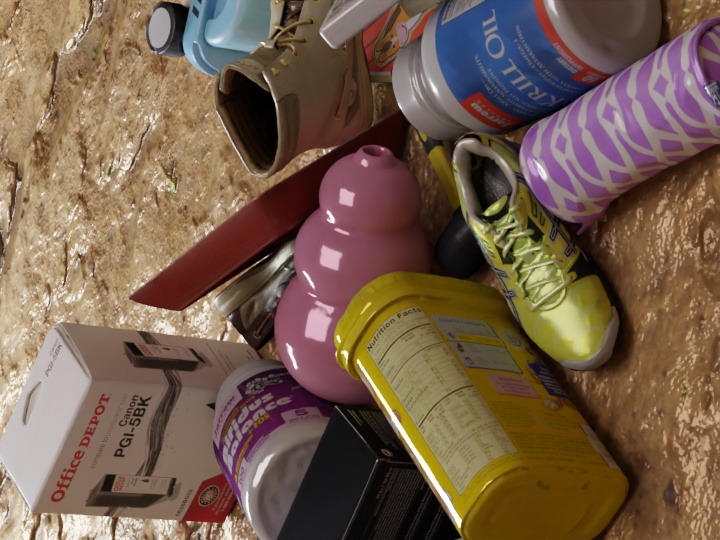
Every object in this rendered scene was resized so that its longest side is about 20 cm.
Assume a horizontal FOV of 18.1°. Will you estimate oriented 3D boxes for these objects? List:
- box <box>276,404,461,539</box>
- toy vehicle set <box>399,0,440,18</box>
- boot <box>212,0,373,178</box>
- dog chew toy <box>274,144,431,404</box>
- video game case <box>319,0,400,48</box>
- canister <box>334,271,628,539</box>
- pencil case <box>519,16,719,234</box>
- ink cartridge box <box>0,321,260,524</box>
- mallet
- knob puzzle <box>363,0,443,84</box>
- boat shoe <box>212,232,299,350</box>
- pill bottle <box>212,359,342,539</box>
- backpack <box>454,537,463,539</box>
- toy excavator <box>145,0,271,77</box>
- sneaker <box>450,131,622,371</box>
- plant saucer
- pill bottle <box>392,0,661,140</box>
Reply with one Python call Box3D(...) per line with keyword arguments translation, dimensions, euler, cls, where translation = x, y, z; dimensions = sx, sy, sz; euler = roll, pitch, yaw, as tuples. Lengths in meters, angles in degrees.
Box3D(translation=(0.015, 0.208, 1.684), dimensions=(0.079, 0.140, 0.201), euler=(49, 122, 49), cls="box")
Box3D(translation=(0.121, -0.260, 1.657), dimensions=(0.027, 0.124, 0.200), euler=(53, 140, -10), cls="toy vehicle set")
Box3D(translation=(-0.061, -0.185, 1.805), dimensions=(0.072, 0.154, 0.201), euler=(-3, 104, 32), cls="boot")
Box3D(translation=(0.000, 0.000, 1.736), dimensions=(0.124, 0.124, 0.201), euler=(40, 131, 49), cls="dog chew toy")
Box3D(translation=(0.063, -0.259, 1.678), dimensions=(0.200, 0.023, 0.182), euler=(-36, 15, 25), cls="video game case")
Box3D(translation=(0.086, 0.101, 1.604), dimensions=(0.087, 0.148, 0.200), euler=(-58, 44, 26), cls="canister")
Box3D(translation=(0.198, -0.100, 1.552), dimensions=(0.086, 0.084, 0.200), euler=(50, 139, -10), cls="pencil case")
Box3D(translation=(-0.186, 0.133, 1.921), dimensions=(0.083, 0.199, 0.147), euler=(51, 124, 44), cls="ink cartridge box")
Box3D(translation=(0.067, -0.092, 1.754), dimensions=(0.066, 0.041, 0.201), euler=(-44, 51, 40), cls="mallet")
Box3D(translation=(0.016, -0.243, 1.864), dimensions=(0.219, 0.030, 0.221), euler=(-13, 74, 52), cls="knob puzzle")
Box3D(translation=(-0.039, 0.007, 1.873), dimensions=(0.200, 0.072, 0.072), euler=(-34, 87, 36), cls="boat shoe")
Box3D(translation=(-0.057, 0.141, 1.797), dimensions=(0.200, 0.112, 0.113), euler=(-132, 57, -67), cls="pill bottle")
Box3D(translation=(0.062, 0.284, 1.574), dimensions=(0.200, 0.153, 0.192), euler=(47, 136, 46), cls="backpack")
Box3D(translation=(-0.078, -0.251, 1.938), dimensions=(0.200, 0.099, 0.196), euler=(26, 106, 49), cls="toy excavator")
Box3D(translation=(0.117, -0.013, 1.620), dimensions=(0.075, 0.076, 0.201), euler=(-39, 63, 17), cls="sneaker")
Box3D(translation=(-0.067, -0.042, 1.832), dimensions=(0.199, 0.200, 0.037), euler=(-35, 90, 45), cls="plant saucer")
Box3D(translation=(0.115, -0.164, 1.646), dimensions=(0.200, 0.112, 0.113), euler=(-27, 63, 50), cls="pill bottle")
